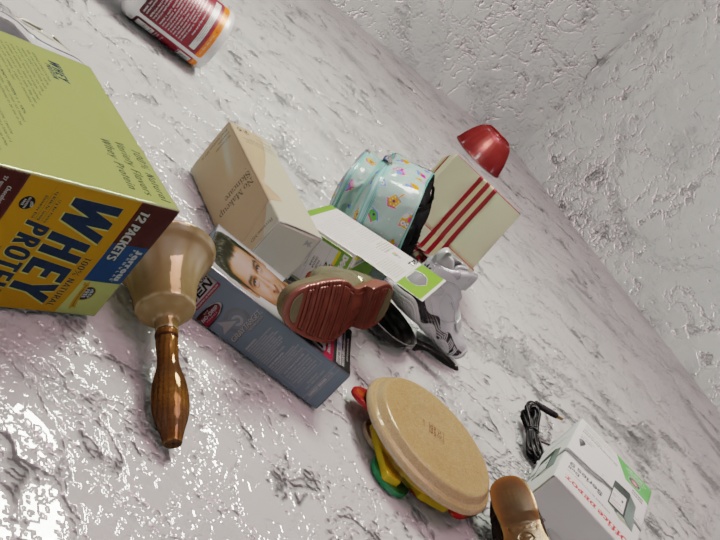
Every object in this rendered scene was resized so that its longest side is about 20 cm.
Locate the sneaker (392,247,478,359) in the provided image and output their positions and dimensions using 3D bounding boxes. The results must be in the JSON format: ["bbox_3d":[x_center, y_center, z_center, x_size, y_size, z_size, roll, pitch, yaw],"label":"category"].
[{"bbox_3d":[0.133,0.050,1.318,0.200,0.115,0.075,44,-1,-44],"label":"sneaker"}]

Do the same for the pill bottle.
[{"bbox_3d":[-0.313,-0.434,1.436,0.199,0.113,0.113,35,21,-28],"label":"pill bottle"}]

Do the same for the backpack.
[{"bbox_3d":[0.028,-0.085,1.340,0.152,0.177,0.200,25,20,-7],"label":"backpack"}]

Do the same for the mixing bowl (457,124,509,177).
[{"bbox_3d":[0.437,-0.426,3.013,0.200,0.108,0.200,40,18,-16],"label":"mixing bowl"}]

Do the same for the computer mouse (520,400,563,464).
[{"bbox_3d":[0.325,0.288,1.384,0.199,0.046,0.141,28,31,-17],"label":"computer mouse"}]

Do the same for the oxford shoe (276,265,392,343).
[{"bbox_3d":[-0.041,0.031,0.959,0.073,0.071,0.200,26,10,26],"label":"oxford shoe"}]

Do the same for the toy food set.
[{"bbox_3d":[0.072,0.202,1.026,0.197,0.049,0.201,35,22,-28],"label":"toy food set"}]

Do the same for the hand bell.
[{"bbox_3d":[-0.170,0.063,0.780,0.104,0.104,0.201,27,37,-42],"label":"hand bell"}]

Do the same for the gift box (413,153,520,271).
[{"bbox_3d":[0.159,-0.082,1.602,0.184,0.187,0.200,42,-1,-2],"label":"gift box"}]

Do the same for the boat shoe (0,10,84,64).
[{"bbox_3d":[-0.384,-0.251,0.977,0.066,0.072,0.200,49,18,25],"label":"boat shoe"}]

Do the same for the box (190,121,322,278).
[{"bbox_3d":[-0.135,-0.085,1.117,0.077,0.095,0.201,23,27,-45],"label":"box"}]

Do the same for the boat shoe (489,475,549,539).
[{"bbox_3d":[0.184,0.322,0.981,0.201,0.070,0.071,-84,167,-59],"label":"boat shoe"}]

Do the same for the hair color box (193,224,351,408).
[{"bbox_3d":[-0.102,0.049,0.958,0.200,0.061,0.099,39,19,-16],"label":"hair color box"}]

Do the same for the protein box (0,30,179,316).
[{"bbox_3d":[-0.295,-0.086,0.715,0.199,0.135,0.199,13,36,-57],"label":"protein box"}]

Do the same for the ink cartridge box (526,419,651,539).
[{"bbox_3d":[0.306,0.313,1.195,0.146,0.084,0.200,46,26,8],"label":"ink cartridge box"}]

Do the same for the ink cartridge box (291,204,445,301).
[{"bbox_3d":[0.000,0.000,1.180,0.199,0.076,0.148,34,17,10],"label":"ink cartridge box"}]

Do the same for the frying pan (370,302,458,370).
[{"bbox_3d":[0.057,0.081,1.270,0.190,0.031,0.115,32,21,-41],"label":"frying pan"}]
